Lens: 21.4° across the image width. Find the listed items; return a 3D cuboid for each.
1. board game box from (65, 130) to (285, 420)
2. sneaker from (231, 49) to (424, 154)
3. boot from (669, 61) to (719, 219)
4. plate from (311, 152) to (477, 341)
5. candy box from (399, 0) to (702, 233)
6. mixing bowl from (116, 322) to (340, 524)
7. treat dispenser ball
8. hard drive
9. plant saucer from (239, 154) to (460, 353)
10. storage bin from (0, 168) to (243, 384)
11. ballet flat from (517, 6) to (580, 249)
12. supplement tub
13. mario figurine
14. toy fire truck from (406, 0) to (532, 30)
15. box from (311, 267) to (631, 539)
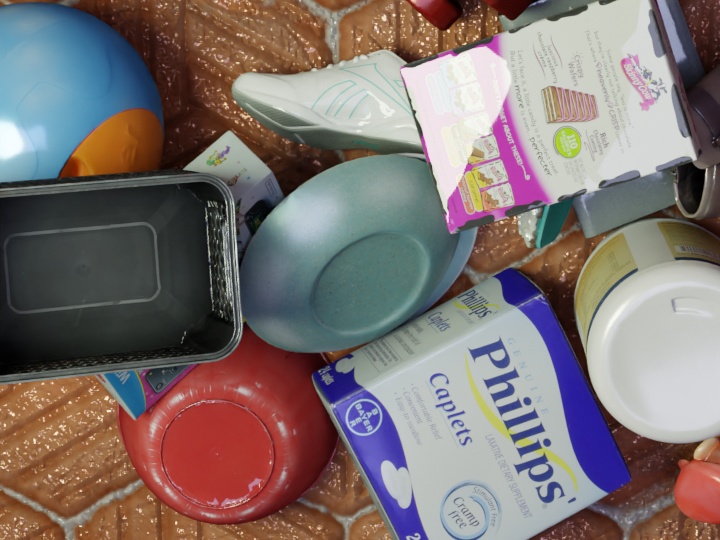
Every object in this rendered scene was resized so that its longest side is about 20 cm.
[{"bbox_3d":[-0.143,0.005,1.513,0.200,0.148,0.064,-41,59,-10],"label":"board game box"},{"bbox_3d":[-0.006,-0.140,1.552,0.199,0.070,0.081,12,76,7],"label":"sneaker"},{"bbox_3d":[0.296,-0.142,1.499,0.146,0.070,0.201,-23,108,-26],"label":"boot"},{"bbox_3d":[0.004,-0.019,1.555,0.199,0.026,0.201,-18,135,-18],"label":"plate"},{"bbox_3d":[0.146,-0.122,1.449,0.199,0.061,0.137,-16,95,17],"label":"candy box"},{"bbox_3d":[-0.116,0.137,1.603,0.198,0.108,0.202,1,106,2],"label":"mixing bowl"},{"bbox_3d":[-0.254,-0.109,1.491,0.199,0.201,0.202,1,105,2],"label":"treat dispenser ball"},{"bbox_3d":[0.213,-0.143,1.553,0.139,0.033,0.201,-22,104,7],"label":"hard drive"},{"bbox_3d":[0.000,0.000,1.523,0.200,0.039,0.202,-18,136,-18],"label":"plant saucer"},{"bbox_3d":[-0.194,0.001,1.373,0.199,0.094,0.136,-6,96,-18],"label":"storage bin"},{"bbox_3d":[0.159,-0.119,1.520,0.071,0.072,0.201,20,103,-4],"label":"ballet flat"},{"bbox_3d":[0.245,0.040,1.515,0.143,0.200,0.146,1,105,2],"label":"supplement tub"},{"bbox_3d":[0.331,0.123,1.614,0.123,0.106,0.201,36,94,29],"label":"mario figurine"},{"bbox_3d":[0.052,-0.264,1.455,0.200,0.168,0.112,43,103,-9],"label":"toy fire truck"},{"bbox_3d":[0.091,0.130,1.576,0.199,0.105,0.185,-28,103,-5],"label":"box"}]
